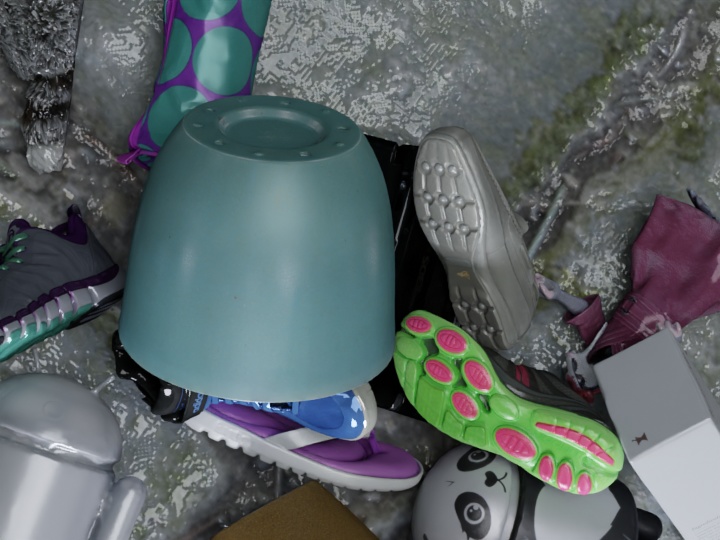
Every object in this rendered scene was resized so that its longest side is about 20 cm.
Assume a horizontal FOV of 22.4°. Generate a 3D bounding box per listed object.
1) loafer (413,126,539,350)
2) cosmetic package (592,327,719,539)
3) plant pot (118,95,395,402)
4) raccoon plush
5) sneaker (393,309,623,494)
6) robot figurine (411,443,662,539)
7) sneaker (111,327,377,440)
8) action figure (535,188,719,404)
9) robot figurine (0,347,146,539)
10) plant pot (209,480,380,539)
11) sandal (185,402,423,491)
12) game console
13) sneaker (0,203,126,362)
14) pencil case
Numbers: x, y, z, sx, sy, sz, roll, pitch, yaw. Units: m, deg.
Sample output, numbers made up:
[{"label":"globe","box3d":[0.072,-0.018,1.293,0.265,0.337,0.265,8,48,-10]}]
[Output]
[{"label":"loafer","box3d":[0.092,-0.031,1.399,0.070,0.070,0.201,-46,134,-35]},{"label":"cosmetic package","box3d":[0.261,0.148,1.417,0.071,0.102,0.200,-29,133,12]},{"label":"plant pot","box3d":[-0.067,-0.028,1.272,0.200,0.201,0.162,-2,116,-16]},{"label":"raccoon plush","box3d":[-0.273,-0.178,1.328,0.133,0.097,0.201,7,88,-8]},{"label":"sneaker","box3d":[0.109,0.102,1.384,0.200,0.084,0.077,36,102,7]},{"label":"robot figurine","box3d":[0.138,0.205,1.419,0.199,0.150,0.125,19,97,-15]},{"label":"sneaker","box3d":[-0.092,0.084,1.322,0.200,0.077,0.111,31,42,22]},{"label":"action figure","box3d":[0.232,0.036,1.483,0.200,0.134,0.149,-50,145,1]},{"label":"robot figurine","box3d":[-0.241,0.160,1.316,0.169,0.113,0.201,18,84,8]},{"label":"plant pot","box3d":[-0.025,0.266,1.359,0.186,0.186,0.201,-26,82,-15]},{"label":"sandal","box3d":[-0.041,0.120,1.387,0.202,0.083,0.050,17,109,-14]},{"label":"game console","box3d":[0.000,0.000,1.439,0.176,0.116,0.201,21,83,-45]},{"label":"sneaker","box3d":[-0.254,0.014,1.307,0.088,0.074,0.200,59,34,3]},{"label":"pencil case","box3d":[-0.120,-0.169,1.371,0.092,0.085,0.201,11,86,-27]}]
